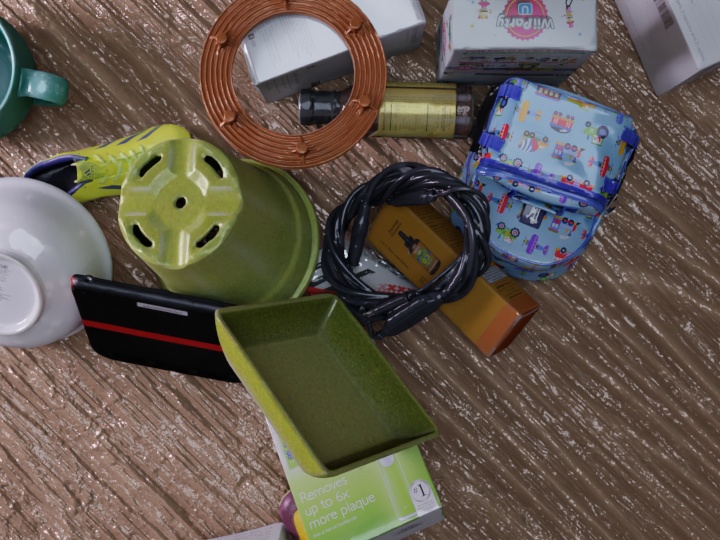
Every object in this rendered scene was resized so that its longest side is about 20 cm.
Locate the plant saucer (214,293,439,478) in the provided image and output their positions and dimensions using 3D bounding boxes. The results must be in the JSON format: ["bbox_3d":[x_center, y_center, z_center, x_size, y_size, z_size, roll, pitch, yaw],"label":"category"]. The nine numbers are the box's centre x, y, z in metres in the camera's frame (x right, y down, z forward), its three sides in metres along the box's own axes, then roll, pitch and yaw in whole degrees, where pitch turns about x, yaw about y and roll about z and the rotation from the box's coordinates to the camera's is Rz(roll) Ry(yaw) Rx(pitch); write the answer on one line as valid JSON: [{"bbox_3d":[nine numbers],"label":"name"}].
[{"bbox_3d":[-0.040,0.119,1.021,0.048,0.199,0.201,-49,66,28],"label":"plant saucer"}]

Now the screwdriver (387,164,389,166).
[{"bbox_3d":[0.079,-0.033,1.171,0.029,0.028,0.201,-35,92,-29],"label":"screwdriver"}]

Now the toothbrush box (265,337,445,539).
[{"bbox_3d":[-0.011,0.201,1.108,0.144,0.086,0.202,-22,66,-1],"label":"toothbrush box"}]

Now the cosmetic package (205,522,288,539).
[{"bbox_3d":[-0.148,0.388,1.083,0.165,0.200,0.169,-12,90,-1],"label":"cosmetic package"}]

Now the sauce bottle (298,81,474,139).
[{"bbox_3d":[0.029,-0.184,1.154,0.197,0.065,0.066,3,90,1],"label":"sauce bottle"}]

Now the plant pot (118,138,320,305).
[{"bbox_3d":[-0.160,-0.048,1.066,0.197,0.184,0.204,-3,78,12],"label":"plant pot"}]

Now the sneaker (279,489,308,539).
[{"bbox_3d":[-0.010,0.320,1.138,0.199,0.090,0.075,39,90,0],"label":"sneaker"}]

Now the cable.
[{"bbox_3d":[0.051,-0.032,1.080,0.199,0.051,0.165,-36,70,24],"label":"cable"}]

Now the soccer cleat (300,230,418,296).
[{"bbox_3d":[0.000,0.000,1.153,0.197,0.069,0.087,8,94,4],"label":"soccer cleat"}]

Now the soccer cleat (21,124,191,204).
[{"bbox_3d":[-0.285,-0.115,1.141,0.197,0.084,0.066,-18,90,-1],"label":"soccer cleat"}]

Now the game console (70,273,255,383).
[{"bbox_3d":[-0.207,0.064,1.101,0.197,0.178,0.031,10,59,0],"label":"game console"}]

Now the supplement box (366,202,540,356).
[{"bbox_3d":[0.100,-0.001,1.117,0.200,0.069,0.067,44,118,15],"label":"supplement box"}]

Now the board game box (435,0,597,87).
[{"bbox_3d":[0.160,-0.245,1.086,0.145,0.200,0.065,0,91,-1],"label":"board game box"}]

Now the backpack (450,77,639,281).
[{"bbox_3d":[0.195,-0.093,1.121,0.180,0.135,0.202,23,93,1],"label":"backpack"}]

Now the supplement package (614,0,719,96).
[{"bbox_3d":[0.406,-0.314,1.112,0.198,0.151,0.153,-25,89,-1],"label":"supplement package"}]

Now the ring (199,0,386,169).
[{"bbox_3d":[-0.070,-0.207,1.055,0.197,0.019,0.204,0,82,-2],"label":"ring"}]

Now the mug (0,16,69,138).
[{"bbox_3d":[-0.428,-0.207,1.126,0.185,0.114,0.152,44,89,-1],"label":"mug"}]

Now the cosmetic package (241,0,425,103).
[{"bbox_3d":[-0.032,-0.266,1.131,0.197,0.113,0.082,-19,89,2],"label":"cosmetic package"}]

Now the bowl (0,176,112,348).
[{"bbox_3d":[-0.378,0.008,1.102,0.198,0.091,0.204,1,114,2],"label":"bowl"}]
